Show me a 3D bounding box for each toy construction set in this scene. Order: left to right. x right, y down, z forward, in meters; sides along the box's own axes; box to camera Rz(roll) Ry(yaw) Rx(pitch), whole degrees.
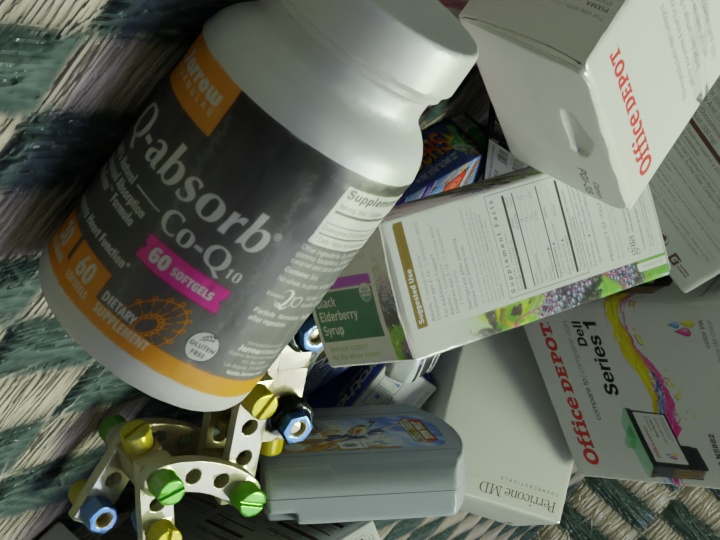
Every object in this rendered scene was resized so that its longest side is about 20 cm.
[{"bbox_3d":[-0.084,0.064,1.209,0.131,0.092,0.200,-6,135,-32],"label":"toy construction set"}]

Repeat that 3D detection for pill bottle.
[{"bbox_3d":[-0.044,-0.045,0.950,0.200,0.116,0.116,-53,165,18],"label":"pill bottle"}]

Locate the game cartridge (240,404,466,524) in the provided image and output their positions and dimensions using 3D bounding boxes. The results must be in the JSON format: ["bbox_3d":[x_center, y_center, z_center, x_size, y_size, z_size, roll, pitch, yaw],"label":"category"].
[{"bbox_3d":[-0.004,0.118,1.359,0.133,0.042,0.200,-6,-172,-8],"label":"game cartridge"}]

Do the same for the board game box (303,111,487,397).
[{"bbox_3d":[0.000,0.000,1.367,0.135,0.034,0.200,-31,158,-51],"label":"board game box"}]

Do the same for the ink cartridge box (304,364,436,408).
[{"bbox_3d":[-0.031,0.126,1.516,0.200,0.044,0.094,-51,-159,13],"label":"ink cartridge box"}]

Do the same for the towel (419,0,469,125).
[{"bbox_3d":[0.048,-0.139,1.147,0.200,0.030,0.146,-53,166,20],"label":"towel"}]

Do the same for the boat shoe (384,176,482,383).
[{"bbox_3d":[0.083,-0.004,1.428,0.200,0.068,0.072,-61,-178,-24],"label":"boat shoe"}]

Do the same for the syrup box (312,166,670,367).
[{"bbox_3d":[0.071,-0.009,1.210,0.200,0.082,0.079,-18,-175,-36],"label":"syrup box"}]

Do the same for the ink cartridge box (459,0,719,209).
[{"bbox_3d":[0.149,-0.156,1.147,0.200,0.083,0.147,-55,150,-17],"label":"ink cartridge box"}]

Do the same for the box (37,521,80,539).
[{"bbox_3d":[-0.219,0.269,1.318,0.200,0.097,0.124,-43,166,-19],"label":"box"}]

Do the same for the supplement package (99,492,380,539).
[{"bbox_3d":[-0.055,0.228,1.364,0.111,0.156,0.200,-29,-161,-22],"label":"supplement package"}]

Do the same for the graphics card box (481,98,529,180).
[{"bbox_3d":[0.131,-0.125,1.315,0.125,0.051,0.200,-48,157,-26],"label":"graphics card box"}]

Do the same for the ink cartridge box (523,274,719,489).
[{"bbox_3d":[0.217,0.061,1.397,0.200,0.145,0.084,1,-149,44],"label":"ink cartridge box"}]

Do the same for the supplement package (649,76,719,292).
[{"bbox_3d":[0.251,-0.096,1.281,0.200,0.117,0.117,-35,-178,42],"label":"supplement package"}]

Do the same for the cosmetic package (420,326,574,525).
[{"bbox_3d":[0.100,0.069,1.506,0.085,0.108,0.200,160,-55,-68],"label":"cosmetic package"}]
